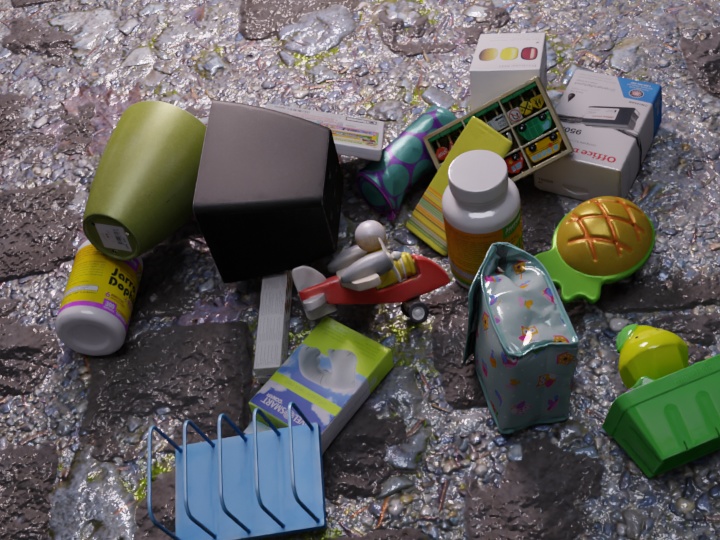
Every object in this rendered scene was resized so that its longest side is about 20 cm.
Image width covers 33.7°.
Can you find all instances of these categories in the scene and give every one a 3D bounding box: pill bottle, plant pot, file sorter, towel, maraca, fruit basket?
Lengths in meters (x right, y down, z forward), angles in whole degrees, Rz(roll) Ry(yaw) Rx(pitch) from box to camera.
[{"bbox_3d":[-0.386,0.021,1.783,0.104,0.105,0.201,-2,50,9],"label":"pill bottle"},{"bbox_3d":[0.174,-0.072,1.691,0.110,0.201,0.111,-5,49,6],"label":"pill bottle"},{"bbox_3d":[-0.322,-0.117,1.761,0.186,0.188,0.200,10,47,19],"label":"plant pot"},{"bbox_3d":[-0.157,0.256,1.495,0.199,0.123,0.139,-11,61,10],"label":"file sorter"},{"bbox_3d":[0.148,-0.126,1.784,0.086,0.018,0.201,40,107,31],"label":"towel"},{"bbox_3d":[0.332,-0.030,1.687,0.137,0.107,0.200,34,63,31],"label":"maraca"},{"bbox_3d":[0.398,0.139,1.515,0.214,0.156,0.217,-1,66,2],"label":"fruit basket"},{"bbox_3d":[-0.123,-0.114,1.728,0.176,0.200,0.201,0,58,10],"label":"plant pot"}]

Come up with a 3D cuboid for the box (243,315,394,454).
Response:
[{"bbox_3d":[-0.059,0.165,1.634,0.122,0.048,0.200,25,58,27],"label":"box"}]

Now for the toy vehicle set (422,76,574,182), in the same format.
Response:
[{"bbox_3d":[0.207,-0.190,1.794,0.199,0.026,0.125,-27,86,20],"label":"toy vehicle set"}]

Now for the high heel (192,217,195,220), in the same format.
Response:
[{"bbox_3d":[-0.261,-0.168,1.950,0.095,0.067,0.201,18,68,12],"label":"high heel"}]

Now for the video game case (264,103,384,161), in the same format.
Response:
[{"bbox_3d":[-0.063,-0.219,1.871,0.199,0.022,0.182,9,20,-1],"label":"video game case"}]

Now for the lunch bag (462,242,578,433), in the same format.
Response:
[{"bbox_3d":[0.201,0.084,1.572,0.121,0.171,0.201,-12,48,-10],"label":"lunch bag"}]

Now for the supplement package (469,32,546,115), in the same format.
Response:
[{"bbox_3d":[0.238,-0.298,1.891,0.113,0.110,0.200,0,26,11],"label":"supplement package"}]

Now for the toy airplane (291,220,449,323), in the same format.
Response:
[{"bbox_3d":[0.000,0.000,1.673,0.199,0.142,0.199,6,8,38],"label":"toy airplane"}]

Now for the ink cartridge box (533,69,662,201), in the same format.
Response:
[{"bbox_3d":[0.370,-0.208,1.849,0.144,0.084,0.200,15,55,24],"label":"ink cartridge box"}]

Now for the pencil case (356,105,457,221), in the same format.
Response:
[{"bbox_3d":[0.084,-0.174,1.875,0.200,0.085,0.093,-42,99,-23],"label":"pencil case"}]

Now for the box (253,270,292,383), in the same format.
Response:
[{"bbox_3d":[-0.126,0.072,1.732,0.041,0.039,0.201,-6,49,8],"label":"box"}]
